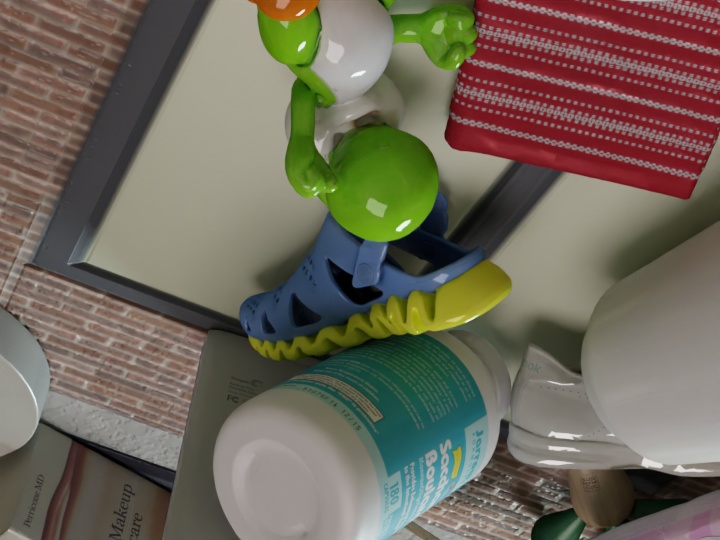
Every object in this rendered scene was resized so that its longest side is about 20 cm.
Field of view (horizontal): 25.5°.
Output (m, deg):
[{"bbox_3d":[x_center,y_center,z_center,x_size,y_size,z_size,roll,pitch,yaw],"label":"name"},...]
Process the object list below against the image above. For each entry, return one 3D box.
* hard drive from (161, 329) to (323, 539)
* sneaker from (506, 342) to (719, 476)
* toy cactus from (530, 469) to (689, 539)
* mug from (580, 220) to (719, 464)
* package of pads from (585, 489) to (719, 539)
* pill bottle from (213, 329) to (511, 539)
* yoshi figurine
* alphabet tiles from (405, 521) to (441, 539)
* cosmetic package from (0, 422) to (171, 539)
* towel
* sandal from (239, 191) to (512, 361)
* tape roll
[{"bbox_3d":[-0.050,0.129,1.017,0.131,0.200,0.025,17,128,-9],"label":"hard drive"},{"bbox_3d":[0.195,0.081,1.018,0.199,0.075,0.089,2,98,-11],"label":"sneaker"},{"bbox_3d":[0.180,0.193,1.147,0.199,0.102,0.165,-3,131,30],"label":"toy cactus"},{"bbox_3d":[0.220,0.059,0.915,0.153,0.149,0.187,-24,107,46],"label":"mug"},{"bbox_3d":[0.244,0.204,1.034,0.200,0.076,0.121,-27,88,29],"label":"package of pads"},{"bbox_3d":[0.012,0.099,0.970,0.110,0.200,0.111,15,115,34],"label":"pill bottle"},{"bbox_3d":[0.001,-0.090,0.806,0.112,0.112,0.200,2,143,10],"label":"yoshi figurine"},{"bbox_3d":[0.040,0.182,1.119,0.200,0.006,0.166,32,172,13],"label":"alphabet tiles"},{"bbox_3d":[-0.201,0.215,1.238,0.200,0.104,0.087,32,135,-28],"label":"cosmetic package"},{"bbox_3d":[0.127,-0.120,0.814,0.144,0.023,0.200,12,140,1],"label":"towel"},{"bbox_3d":[0.000,0.000,0.963,0.200,0.079,0.087,-17,98,40],"label":"sandal"},{"bbox_3d":[-0.322,0.069,1.137,0.202,0.037,0.203,7,142,5],"label":"tape roll"}]
